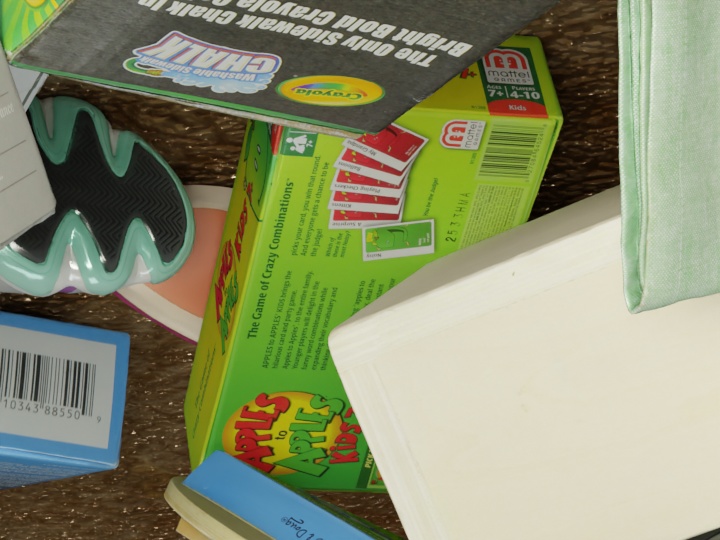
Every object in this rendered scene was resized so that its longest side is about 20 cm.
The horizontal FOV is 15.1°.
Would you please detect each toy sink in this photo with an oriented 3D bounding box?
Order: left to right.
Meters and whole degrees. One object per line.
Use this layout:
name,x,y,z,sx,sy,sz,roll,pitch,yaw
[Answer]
toy sink,0.113,0.025,0.901,0.199,0.112,0.130,-22,-176,19

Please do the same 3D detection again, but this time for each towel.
towel,0.161,-0.079,0.781,0.199,0.153,0.023,-14,-157,-26

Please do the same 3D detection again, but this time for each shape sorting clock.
shape sorting clock,0.018,0.124,0.996,0.200,0.039,0.200,28,177,1

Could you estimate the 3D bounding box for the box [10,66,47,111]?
box,-0.194,-0.048,0.830,0.200,0.060,0.117,-21,160,-37

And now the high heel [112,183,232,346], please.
high heel,-0.030,0.007,1.129,0.199,0.068,0.096,19,179,-16

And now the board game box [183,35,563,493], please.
board game box,0.000,0.000,1.020,0.101,0.048,0.200,3,133,-14

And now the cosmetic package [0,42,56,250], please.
cosmetic package,-0.160,-0.086,0.676,0.090,0.201,0.107,-11,-166,23

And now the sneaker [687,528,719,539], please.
sneaker,0.185,0.085,0.974,0.199,0.076,0.079,-7,-165,-18

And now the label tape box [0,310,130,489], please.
label tape box,-0.209,0.058,1.197,0.143,0.066,0.200,10,168,-29

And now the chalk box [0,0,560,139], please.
chalk box,-0.022,-0.120,0.732,0.124,0.124,0.200,11,155,-31

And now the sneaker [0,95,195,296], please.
sneaker,-0.171,-0.017,1.034,0.199,0.078,0.140,12,157,-15
